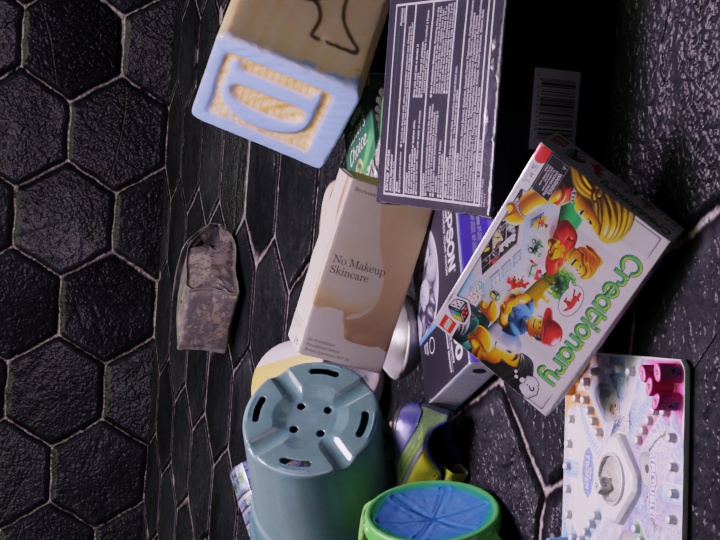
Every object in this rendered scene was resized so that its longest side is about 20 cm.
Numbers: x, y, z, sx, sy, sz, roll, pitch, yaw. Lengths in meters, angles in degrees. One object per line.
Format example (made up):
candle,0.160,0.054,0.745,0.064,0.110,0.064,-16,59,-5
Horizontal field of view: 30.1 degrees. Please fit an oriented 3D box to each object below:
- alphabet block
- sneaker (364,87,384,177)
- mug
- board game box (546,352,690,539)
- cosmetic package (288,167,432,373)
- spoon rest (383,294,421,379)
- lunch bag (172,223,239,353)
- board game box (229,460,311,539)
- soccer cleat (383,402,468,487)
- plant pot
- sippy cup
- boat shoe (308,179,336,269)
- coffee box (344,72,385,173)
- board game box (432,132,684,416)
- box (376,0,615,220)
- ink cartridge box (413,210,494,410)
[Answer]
alphabet block,-0.084,-0.286,1.705,0.196,0.194,0.201,129,161,-60
sneaker,0.049,-0.129,1.532,0.085,0.077,0.202,178,95,-72
mug,-0.047,0.161,1.702,0.153,0.149,0.188,-33,41,59
board game box,0.202,0.169,1.087,0.200,0.026,0.202,176,97,-73
cosmetic package,0.000,0.000,1.467,0.071,0.104,0.201,-131,56,-72
spoon rest,0.032,0.069,1.555,0.200,0.060,0.100,-156,68,-79
lunch bag,-0.297,0.029,2.569,0.201,0.117,0.165,-98,19,-47
board game box,-0.031,0.302,1.614,0.201,0.199,0.062,67,154,24
soccer cleat,0.075,0.237,1.427,0.065,0.083,0.202,-38,-55,-60
plant pot,-0.042,0.217,1.481,0.197,0.199,0.201,80,177,-47
sippy cup,0.075,0.296,1.329,0.178,0.138,0.131,-114,19,-72
boat shoe,-0.025,-0.024,1.771,0.065,0.071,0.202,177,101,-77
coffee box,0.017,-0.133,1.688,0.123,0.044,0.202,130,140,-65
board game box,0.154,0.006,1.078,0.126,0.035,0.201,39,127,15
box,0.116,-0.150,1.200,0.198,0.122,0.202,14,101,60
ink cartridge box,0.107,0.020,1.386,0.200,0.043,0.200,127,143,-61
